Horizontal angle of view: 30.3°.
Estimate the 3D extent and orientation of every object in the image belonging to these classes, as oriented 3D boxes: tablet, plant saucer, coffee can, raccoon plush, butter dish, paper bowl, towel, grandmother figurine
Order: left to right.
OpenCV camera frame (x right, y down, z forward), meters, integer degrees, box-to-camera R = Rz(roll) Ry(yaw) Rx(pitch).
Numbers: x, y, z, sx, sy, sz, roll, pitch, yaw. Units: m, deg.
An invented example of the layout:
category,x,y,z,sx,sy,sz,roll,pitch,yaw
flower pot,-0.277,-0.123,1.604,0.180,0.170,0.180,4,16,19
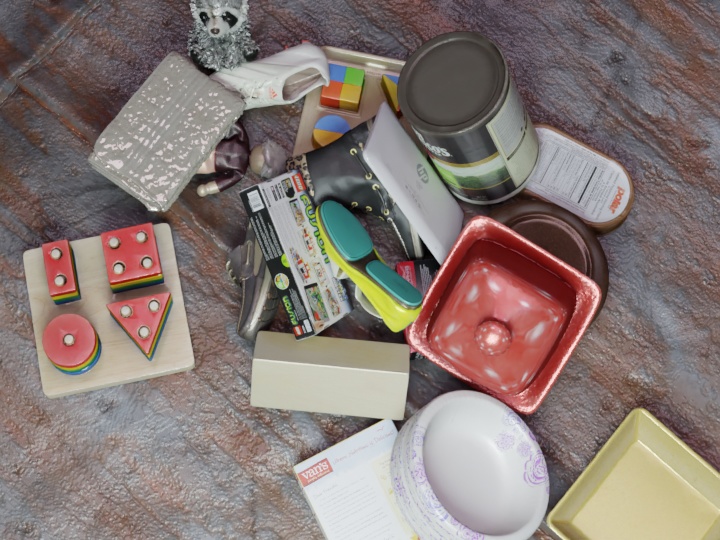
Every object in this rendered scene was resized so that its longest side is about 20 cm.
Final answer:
category,x,y,z,sx,sy,sz,roll,pitch,yaw
towel,-0.256,-0.183,1.763,0.132,0.035,0.201,35,72,6
raccoon plush,-0.197,-0.366,1.788,0.095,0.135,0.201,-12,46,-12
grandmother figurine,-0.195,-0.161,1.808,0.197,0.061,0.123,8,100,-3
tablet,0.072,-0.112,1.735,0.014,0.201,0.131,-22,29,29
paper bowl,0.126,0.259,1.643,0.198,0.104,0.203,15,56,-22
coffee can,0.145,-0.195,1.735,0.144,0.200,0.148,-8,64,18
butter dish,0.168,0.067,1.630,0.198,0.148,0.202,31,105,6
plant saucer,0.231,-0.002,1.735,0.197,0.037,0.203,1,73,-5
plant saucer,0.364,0.313,1.688,0.200,0.049,0.200,41,75,10

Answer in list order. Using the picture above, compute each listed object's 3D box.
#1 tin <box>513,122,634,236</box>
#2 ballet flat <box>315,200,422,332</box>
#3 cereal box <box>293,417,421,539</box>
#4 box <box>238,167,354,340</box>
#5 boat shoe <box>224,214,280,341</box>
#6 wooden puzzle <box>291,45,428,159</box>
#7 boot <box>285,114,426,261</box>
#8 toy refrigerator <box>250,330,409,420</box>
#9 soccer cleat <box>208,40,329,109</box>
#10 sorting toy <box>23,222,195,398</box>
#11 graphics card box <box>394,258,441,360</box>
category,x,y,z,sx,sy,sz,roll,pitch,yaw
tin,0.281,-0.125,1.827,0.198,0.042,0.113,28,78,6
ballet flat,0.000,0.000,1.714,0.066,0.067,0.200,-22,61,-44
cereal box,0.019,0.306,1.679,0.142,0.040,0.202,-24,75,-11
box,-0.080,-0.023,1.710,0.034,0.110,0.202,-19,95,30
boat shoe,-0.139,-0.002,1.758,0.072,0.075,0.202,8,64,10
wooden puzzle,0.009,-0.207,1.834,0.182,0.046,0.203,11,73,1
boot,-0.003,-0.091,1.779,0.149,0.073,0.202,-19,105,11
toy refrigerator,-0.038,0.132,1.703,0.197,0.077,0.070,5,32,0
soccer cleat,-0.136,-0.252,1.816,0.198,0.070,0.078,-21,50,-2
sorting toy,-0.330,0.044,1.729,0.197,0.070,0.202,-11,74,-6
graphics card box,0.150,0.044,1.760,0.197,0.051,0.127,-7,73,-4
